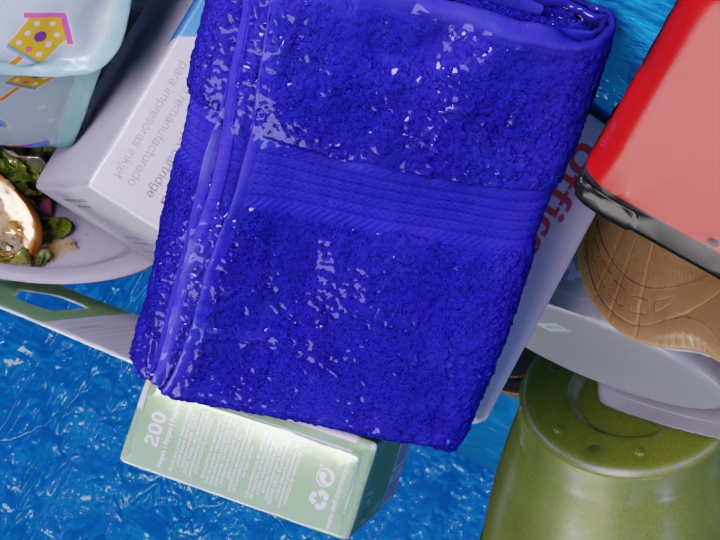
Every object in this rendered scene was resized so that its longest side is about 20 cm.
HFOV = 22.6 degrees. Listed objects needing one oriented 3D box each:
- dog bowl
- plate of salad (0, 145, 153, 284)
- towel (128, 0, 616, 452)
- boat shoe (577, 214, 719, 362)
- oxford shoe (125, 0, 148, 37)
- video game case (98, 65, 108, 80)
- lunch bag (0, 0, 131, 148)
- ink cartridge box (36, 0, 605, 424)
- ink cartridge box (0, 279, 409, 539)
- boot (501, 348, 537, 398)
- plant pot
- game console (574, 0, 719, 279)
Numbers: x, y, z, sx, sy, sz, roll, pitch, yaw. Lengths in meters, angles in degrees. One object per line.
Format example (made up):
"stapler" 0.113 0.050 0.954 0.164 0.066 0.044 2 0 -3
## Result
"dog bowl" 0.136 0.025 0.957 0.200 0.059 0.200 22 168 5
"plate of salad" -0.177 -0.060 0.879 0.200 0.048 0.200 16 -151 -9
"towel" -0.001 -0.023 0.678 0.147 0.200 0.050 13 -149 -6
"boat shoe" 0.165 0.010 0.780 0.069 0.071 0.200 13 -168 -28
"oxford shoe" -0.140 -0.157 0.930 0.075 0.058 0.200 -5 171 26
"video game case" -0.229 -0.124 0.977 0.199 0.022 0.182 7 178 14
"lunch bag" -0.177 -0.128 0.696 0.170 0.122 0.200 3 162 -20
"ink cartridge box" -0.015 -0.046 0.807 0.200 0.147 0.145 32 172 -17
"ink cartridge box" -0.080 0.057 0.810 0.199 0.048 0.146 18 -177 8
"boot" 0.157 0.093 1.292 0.200 0.074 0.155 20 162 38
"plant pot" 0.165 0.141 1.124 0.200 0.200 0.193 25 140 30
"game console" 0.189 -0.032 0.625 0.200 0.119 0.173 29 141 4
